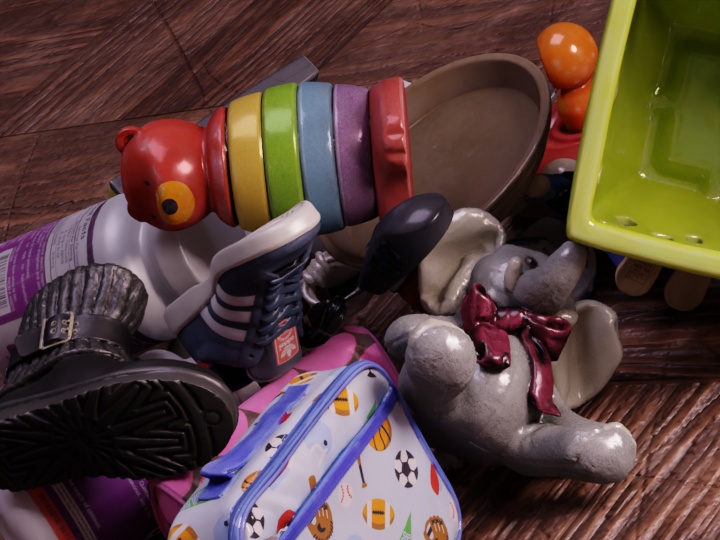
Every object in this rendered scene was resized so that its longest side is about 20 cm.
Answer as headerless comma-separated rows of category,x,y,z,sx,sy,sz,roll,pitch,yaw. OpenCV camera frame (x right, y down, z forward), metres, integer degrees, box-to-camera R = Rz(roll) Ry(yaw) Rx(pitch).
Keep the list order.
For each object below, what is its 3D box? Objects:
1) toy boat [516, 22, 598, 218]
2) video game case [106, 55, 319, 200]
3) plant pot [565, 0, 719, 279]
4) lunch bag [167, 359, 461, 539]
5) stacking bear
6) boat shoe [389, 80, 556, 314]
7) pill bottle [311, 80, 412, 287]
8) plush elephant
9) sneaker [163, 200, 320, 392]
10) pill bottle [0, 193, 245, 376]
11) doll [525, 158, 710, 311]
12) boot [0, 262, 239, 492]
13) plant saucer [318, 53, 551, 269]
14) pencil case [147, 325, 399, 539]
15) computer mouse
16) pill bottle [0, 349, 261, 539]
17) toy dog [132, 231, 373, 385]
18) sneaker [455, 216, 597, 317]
toy boat,0.171,-0.130,1.925,0.200,0.131,0.130,-33,23,-14
video game case,-0.126,-0.064,1.954,0.200,0.026,0.181,-36,-17,-29
plant pot,0.244,-0.097,1.607,0.198,0.201,0.181,13,4,3
lunch bag,-0.027,0.156,1.491,0.075,0.161,0.200,-9,28,37
stacking bear,-0.066,-0.071,1.702,0.199,0.122,0.114,-5,38,2
boat shoe,0.092,-0.054,1.843,0.200,0.062,0.071,-58,5,-7
pill bottle,-0.017,-0.057,1.998,0.200,0.111,0.111,-39,25,-27
plush elephant,0.098,0.044,1.592,0.155,0.164,0.200,-65,11,-18
sneaker,-0.061,0.023,1.655,0.075,0.085,0.200,-31,-6,-28
pill bottle,-0.182,0.007,1.816,0.200,0.112,0.112,-20,23,32
doll,0.174,-0.037,1.768,0.049,0.136,0.200,-67,24,15
boot,-0.160,0.062,1.672,0.210,0.080,0.158,-8,35,25
plant saucer,0.057,-0.074,1.788,0.200,0.029,0.200,-28,36,22
pencil case,-0.048,0.125,1.683,0.200,0.094,0.091,-40,-19,-27
computer mouse,0.000,0.000,1.660,0.200,0.034,0.059,-42,14,49
pill bottle,-0.163,0.132,1.754,0.200,0.113,0.112,-33,23,-15
toy dog,-0.080,0.022,1.890,0.200,0.132,0.096,-37,-14,7
sneaker,0.109,0.003,1.766,0.075,0.088,0.200,-16,24,29
